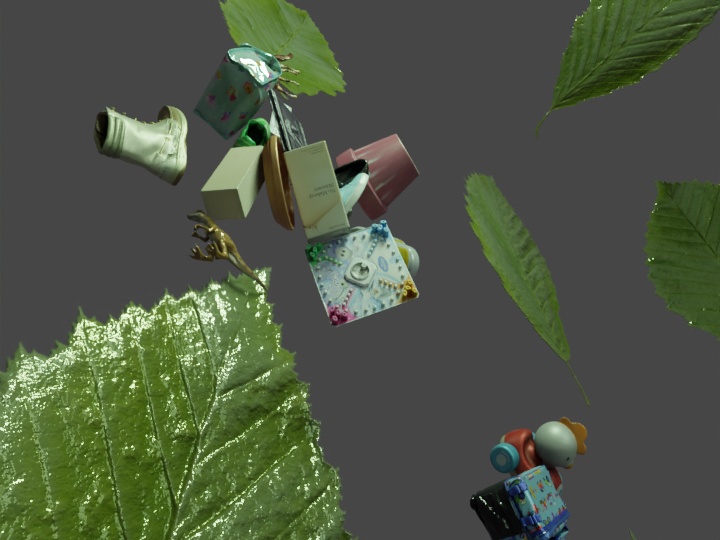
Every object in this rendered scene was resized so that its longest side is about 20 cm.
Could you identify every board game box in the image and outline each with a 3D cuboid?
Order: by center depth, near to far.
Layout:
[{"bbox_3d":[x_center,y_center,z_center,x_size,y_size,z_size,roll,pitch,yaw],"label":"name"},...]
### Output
[{"bbox_3d":[0.000,0.000,1.135,0.197,0.026,0.202,-18,63,-10],"label":"board game box"}]

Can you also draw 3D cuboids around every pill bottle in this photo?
[{"bbox_3d":[0.050,-0.031,1.290,0.198,0.114,0.116,13,44,-47],"label":"pill bottle"}]

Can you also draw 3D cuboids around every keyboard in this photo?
[{"bbox_3d":[-0.223,-0.422,1.480,0.056,0.011,0.202,33,33,-28],"label":"keyboard"}]

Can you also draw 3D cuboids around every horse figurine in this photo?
[{"bbox_3d":[-0.248,-0.593,1.595,0.130,0.050,0.203,14,50,-21],"label":"horse figurine"}]

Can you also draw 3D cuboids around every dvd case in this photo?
[{"bbox_3d":[-0.162,-0.322,1.272,0.200,0.016,0.151,32,41,-75],"label":"dvd case"}]

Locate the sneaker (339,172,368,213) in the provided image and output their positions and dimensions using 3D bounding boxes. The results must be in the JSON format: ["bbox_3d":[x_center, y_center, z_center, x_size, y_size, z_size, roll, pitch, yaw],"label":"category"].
[{"bbox_3d":[-0.058,-0.167,1.249,0.082,0.074,0.201,39,73,-9],"label":"sneaker"}]

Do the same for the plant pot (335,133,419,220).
[{"bbox_3d":[0.055,-0.270,1.456,0.202,0.177,0.200,55,10,-15],"label":"plant pot"}]

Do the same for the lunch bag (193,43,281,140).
[{"bbox_3d":[-0.277,-0.424,1.240,0.121,0.170,0.201,38,30,-11],"label":"lunch bag"}]

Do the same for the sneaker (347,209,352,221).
[{"bbox_3d":[-0.075,-0.188,1.359,0.090,0.067,0.202,27,32,-29],"label":"sneaker"}]

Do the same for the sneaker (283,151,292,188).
[{"bbox_3d":[-0.177,-0.270,1.325,0.115,0.072,0.202,57,18,-27],"label":"sneaker"}]

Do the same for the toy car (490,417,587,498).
[{"bbox_3d":[0.432,0.422,1.198,0.183,0.200,0.179,6,50,-50],"label":"toy car"}]

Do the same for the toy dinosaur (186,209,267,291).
[{"bbox_3d":[-0.240,-0.037,0.949,0.201,0.060,0.106,50,27,1],"label":"toy dinosaur"}]

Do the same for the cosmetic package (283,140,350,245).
[{"bbox_3d":[-0.096,-0.171,1.183,0.073,0.102,0.204,82,-10,-81],"label":"cosmetic package"}]

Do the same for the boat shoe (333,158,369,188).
[{"bbox_3d":[-0.063,-0.219,1.296,0.197,0.067,0.071,-23,62,-16],"label":"boat shoe"}]

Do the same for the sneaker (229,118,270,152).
[{"bbox_3d":[-0.243,-0.312,1.246,0.074,0.083,0.201,37,30,-19],"label":"sneaker"}]

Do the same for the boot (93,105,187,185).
[{"bbox_3d":[-0.403,-0.258,0.976,0.153,0.072,0.202,19,41,-39],"label":"boot"}]

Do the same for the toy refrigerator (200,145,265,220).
[{"bbox_3d":[-0.247,-0.178,1.072,0.202,0.074,0.071,-83,167,-54],"label":"toy refrigerator"}]

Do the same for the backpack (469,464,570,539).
[{"bbox_3d":[0.332,0.507,1.031,0.181,0.134,0.203,12,48,-47],"label":"backpack"}]

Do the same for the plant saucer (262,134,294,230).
[{"bbox_3d":[-0.176,-0.185,1.138,0.200,0.037,0.204,171,-90,-89],"label":"plant saucer"}]
